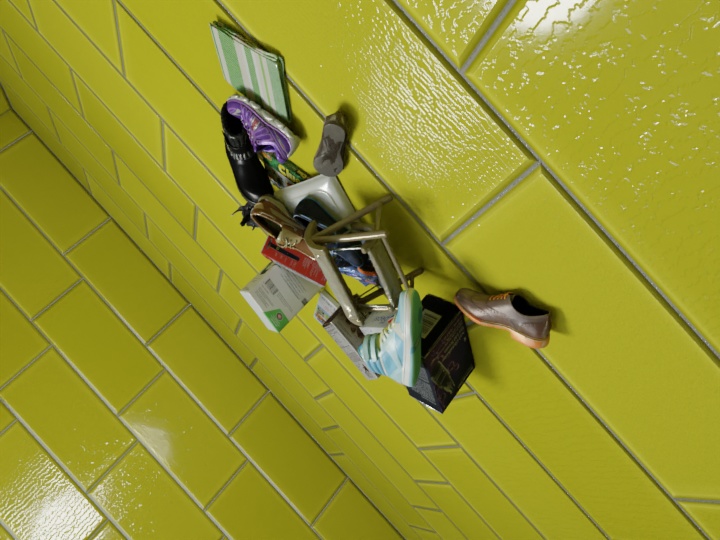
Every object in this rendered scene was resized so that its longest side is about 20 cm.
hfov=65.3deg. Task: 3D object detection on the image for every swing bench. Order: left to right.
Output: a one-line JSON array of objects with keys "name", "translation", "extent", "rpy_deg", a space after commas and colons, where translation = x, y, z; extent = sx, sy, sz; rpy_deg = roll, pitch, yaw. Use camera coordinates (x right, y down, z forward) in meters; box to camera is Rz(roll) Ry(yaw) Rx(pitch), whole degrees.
[{"name": "swing bench", "translation": [0.006, -0.009, 1.133], "extent": [0.194, 0.132, 0.202], "rpy_deg": [-16, 124, 20]}]

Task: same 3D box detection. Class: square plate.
[{"name": "square plate", "translation": [-0.090, -0.113, 1.288], "extent": [0.195, 0.029, 0.201], "rpy_deg": [-10, 123, 40]}]

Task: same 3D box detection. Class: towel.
[{"name": "towel", "translation": [-0.222, -0.407, 1.150], "extent": [0.197, 0.023, 0.155], "rpy_deg": [35, 153, 22]}]

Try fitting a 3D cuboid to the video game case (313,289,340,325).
[{"name": "video game case", "translation": [-0.080, 0.150, 1.729], "extent": [0.143, 0.018, 0.201], "rpy_deg": [43, 154, 9]}]

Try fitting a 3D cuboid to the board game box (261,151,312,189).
[{"name": "board game box", "translation": [-0.156, -0.207, 1.332], "extent": [0.198, 0.023, 0.106], "rpy_deg": [37, 151, 22]}]

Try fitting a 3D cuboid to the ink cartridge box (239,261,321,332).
[{"name": "ink cartridge box", "translation": [-0.218, 0.049, 1.589], "extent": [0.148, 0.200, 0.083], "rpy_deg": [54, 156, -19]}]

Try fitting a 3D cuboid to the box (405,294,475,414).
[{"name": "box", "translation": [0.164, 0.186, 1.247], "extent": [0.102, 0.148, 0.204], "rpy_deg": [20, 146, 40]}]

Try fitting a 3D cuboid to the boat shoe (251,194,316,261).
[{"name": "boat shoe", "translation": [-0.168, -0.084, 1.289], "extent": [0.198, 0.075, 0.076], "rpy_deg": [38, 140, -3]}]

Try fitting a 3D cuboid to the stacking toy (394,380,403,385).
[{"name": "stacking toy", "translation": [0.118, 0.240, 1.427], "extent": [0.085, 0.086, 0.200], "rpy_deg": [40, 179, 10]}]

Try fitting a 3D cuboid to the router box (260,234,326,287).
[{"name": "router box", "translation": [-0.163, -0.020, 1.444], "extent": [0.175, 0.050, 0.200], "rpy_deg": [28, 175, -4]}]

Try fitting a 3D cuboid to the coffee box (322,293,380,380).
[{"name": "coffee box", "translation": [0.004, 0.182, 1.532], "extent": [0.201, 0.113, 0.080], "rpy_deg": [50, 154, -5]}]

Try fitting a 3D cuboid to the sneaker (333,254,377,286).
[{"name": "sneaker", "translation": [0.000, 0.000, 1.326], "extent": [0.197, 0.076, 0.080], "rpy_deg": [18, 147, 48]}]

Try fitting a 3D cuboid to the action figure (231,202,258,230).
[{"name": "action figure", "translation": [-0.228, -0.143, 1.422], "extent": [0.194, 0.119, 0.105], "rpy_deg": [22, 118, 7]}]

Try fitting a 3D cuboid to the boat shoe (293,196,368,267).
[{"name": "boat shoe", "translation": [-0.071, -0.069, 1.242], "extent": [0.198, 0.069, 0.084], "rpy_deg": [37, 140, -3]}]

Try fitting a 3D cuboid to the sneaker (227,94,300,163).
[{"name": "sneaker", "translation": [-0.219, -0.302, 1.196], "extent": [0.198, 0.085, 0.080], "rpy_deg": [38, -177, 19]}]

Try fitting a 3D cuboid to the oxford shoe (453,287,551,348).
[{"name": "oxford shoe", "translation": [0.261, 0.065, 1.033], "extent": [0.196, 0.071, 0.075], "rpy_deg": [24, 128, 32]}]

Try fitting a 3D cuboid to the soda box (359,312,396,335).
[{"name": "soda box", "translation": [0.079, 0.145, 1.413], "extent": [0.064, 0.068, 0.198], "rpy_deg": [52, 154, -15]}]

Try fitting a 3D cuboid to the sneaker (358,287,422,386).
[{"name": "sneaker", "translation": [0.054, 0.126, 1.100], "extent": [0.126, 0.079, 0.208], "rpy_deg": [9, 113, 21]}]

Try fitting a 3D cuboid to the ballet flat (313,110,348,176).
[{"name": "ballet flat", "translation": [-0.056, -0.246, 1.099], "extent": [0.065, 0.048, 0.201], "rpy_deg": [13, 159, -4]}]

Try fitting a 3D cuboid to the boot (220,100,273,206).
[{"name": "boot", "translation": [-0.264, -0.267, 1.302], "extent": [0.215, 0.078, 0.158], "rpy_deg": [59, 158, 12]}]
